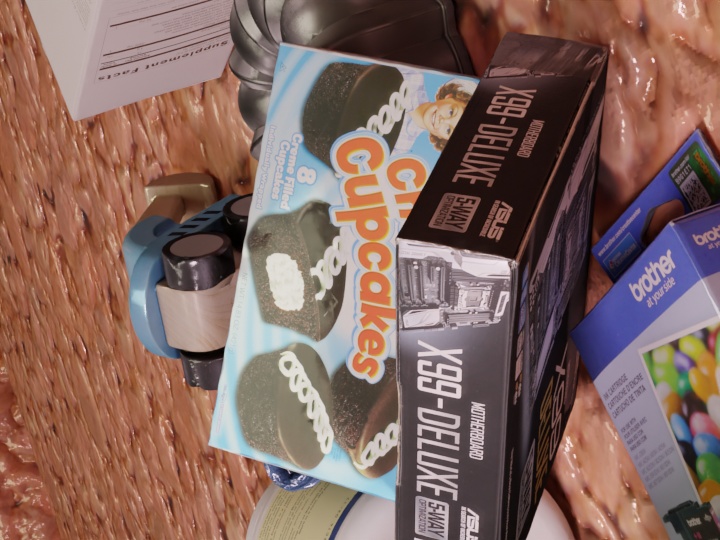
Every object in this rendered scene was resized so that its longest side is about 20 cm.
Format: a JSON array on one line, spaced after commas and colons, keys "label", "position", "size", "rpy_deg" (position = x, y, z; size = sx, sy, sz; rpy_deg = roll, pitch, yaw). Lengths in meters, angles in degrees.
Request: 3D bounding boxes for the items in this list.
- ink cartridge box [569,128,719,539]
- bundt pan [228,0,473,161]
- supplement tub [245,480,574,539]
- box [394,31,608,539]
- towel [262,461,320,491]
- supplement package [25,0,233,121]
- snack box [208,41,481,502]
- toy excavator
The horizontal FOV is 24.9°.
[{"label": "ink cartridge box", "position": [0.145, 0.058, 0.657], "size": [0.119, 0.042, 0.201], "rpy_deg": [120, 130, -63]}, {"label": "bundt pan", "position": [-0.014, -0.096, 0.891], "size": [0.202, 0.075, 0.203], "rpy_deg": [53, 153, 42]}, {"label": "supplement tub", "position": [0.020, 0.169, 0.917], "size": [0.200, 0.144, 0.146], "rpy_deg": [-5, 102, 69]}, {"label": "box", "position": [0.060, 0.025, 0.699], "size": [0.049, 0.158, 0.201], "rpy_deg": [11, 129, 15]}, {"label": "towel", "position": [-0.021, 0.046, 0.926], "size": [0.200, 0.048, 0.113], "rpy_deg": [-57, -37, -77]}, {"label": "supplement package", "position": [-0.148, -0.206, 1.082], "size": [0.122, 0.119, 0.200], "rpy_deg": [66, 159, 11]}, {"label": "snack box", "position": [0.000, 0.000, 0.782], "size": [0.115, 0.037, 0.202], "rpy_deg": [13, 97, 24]}, {"label": "toy excavator", "position": [-0.125, -0.014, 1.186], "size": [0.199, 0.194, 0.101], "rpy_deg": [12, 122, 35]}]
